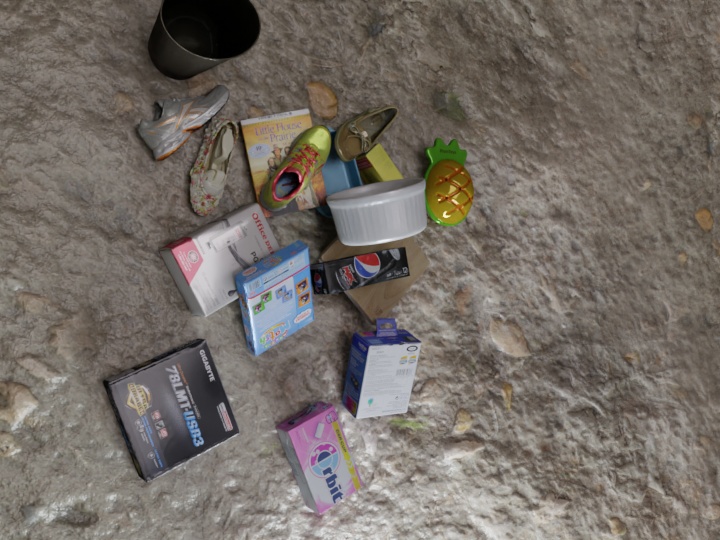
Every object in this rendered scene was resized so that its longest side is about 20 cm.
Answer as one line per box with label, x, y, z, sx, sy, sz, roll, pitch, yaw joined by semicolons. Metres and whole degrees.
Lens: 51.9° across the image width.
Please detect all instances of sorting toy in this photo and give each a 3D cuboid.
sorting toy;0.020;-0.021;1.602;0.200;0.069;0.199;-48;111;-23

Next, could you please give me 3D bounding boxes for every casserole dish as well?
casserole dish;-0.064;-0.203;1.574;0.121;0.039;0.201;-21;100;-31

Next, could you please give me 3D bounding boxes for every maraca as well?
maraca;0.199;-0.202;1.696;0.136;0.107;0.201;-1;89;-31

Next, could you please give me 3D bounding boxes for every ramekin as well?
ramekin;0.037;-0.116;1.466;0.200;0.200;0.098;-18;103;-31

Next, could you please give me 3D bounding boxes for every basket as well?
basket;-0.301;-0.424;1.340;0.179;0.200;0.137;-8;93;-31

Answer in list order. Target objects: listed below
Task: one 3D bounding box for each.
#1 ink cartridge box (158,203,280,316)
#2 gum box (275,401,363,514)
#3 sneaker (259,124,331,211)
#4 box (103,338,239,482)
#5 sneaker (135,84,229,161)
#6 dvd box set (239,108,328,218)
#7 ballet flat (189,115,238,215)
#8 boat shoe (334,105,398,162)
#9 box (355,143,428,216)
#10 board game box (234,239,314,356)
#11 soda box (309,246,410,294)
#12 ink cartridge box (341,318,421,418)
ink cartridge box;-0.259;-0.023;1.421;0.200;0.083;0.147;-32;105;-28
gum box;-0.086;0.379;1.526;0.113;0.066;0.201;-25;101;-29
sneaker;-0.117;-0.200;1.447;0.078;0.090;0.201;34;83;-12
box;-0.348;0.256;1.380;0.198;0.050;0.201;-23;101;-29
sneaker;-0.334;-0.301;1.393;0.092;0.076;0.200;49;64;-16
dvd box set;-0.154;-0.216;1.499;0.145;0.029;0.201;-12;95;-13
ballet flat;-0.280;-0.205;1.423;0.075;0.064;0.201;15;81;-41
boat shoe;0.013;-0.298;1.578;0.201;0.063;0.073;-45;114;-45
box;0.064;-0.182;1.632;0.050;0.075;0.200;-45;111;-24
board game box;-0.162;0.056;1.444;0.151;0.037;0.201;-31;140;-29
soda box;0.000;0.000;1.507;0.199;0.071;0.064;-13;94;-31
ink cartridge box;0.047;0.203;1.573;0.136;0.076;0.201;0;110;-32
